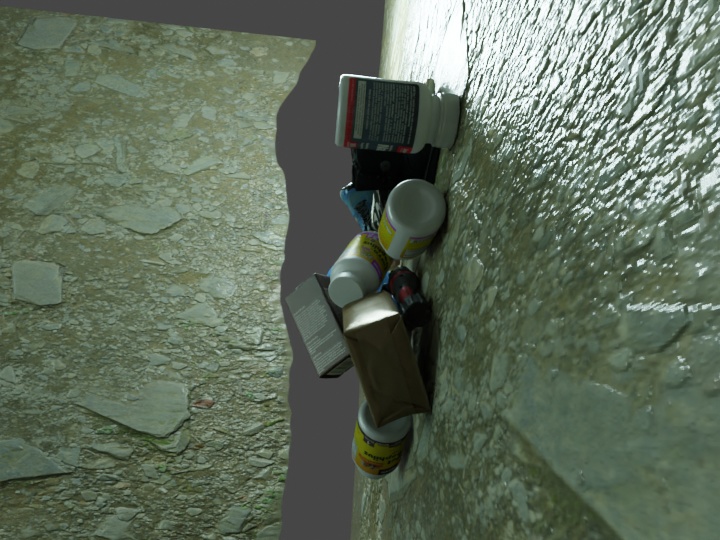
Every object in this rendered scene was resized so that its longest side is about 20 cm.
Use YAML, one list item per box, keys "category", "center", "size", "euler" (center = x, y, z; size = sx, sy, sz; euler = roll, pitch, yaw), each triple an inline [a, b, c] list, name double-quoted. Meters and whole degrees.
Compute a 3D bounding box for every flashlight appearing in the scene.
- category: "flashlight"
  center: [0.096, 0.048, 1.142]
  size: [0.200, 0.068, 0.068]
  euler: [-111, 1, -74]

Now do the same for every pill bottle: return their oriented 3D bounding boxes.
- category: "pill bottle"
  center: [0.088, -0.082, 1.069]
  size: [0.200, 0.104, 0.105]
  euler: [108, 166, -73]
- category: "pill bottle"
  center: [0.060, -0.261, 0.980]
  size: [0.120, 0.199, 0.120]
  euler: [-175, 90, -87]
- category: "pill bottle"
  center: [0.000, 0.000, 1.234]
  size: [0.200, 0.104, 0.105]
  euler: [-58, -22, -57]
- category: "pill bottle"
  center: [0.039, 0.357, 1.219]
  size: [0.109, 0.109, 0.200]
  euler: [-89, 5, -46]

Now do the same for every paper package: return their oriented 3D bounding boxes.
- category: "paper package"
  center: [0.043, 0.154, 1.054]
  size: [0.200, 0.103, 0.191]
  euler: [-108, -1, -81]

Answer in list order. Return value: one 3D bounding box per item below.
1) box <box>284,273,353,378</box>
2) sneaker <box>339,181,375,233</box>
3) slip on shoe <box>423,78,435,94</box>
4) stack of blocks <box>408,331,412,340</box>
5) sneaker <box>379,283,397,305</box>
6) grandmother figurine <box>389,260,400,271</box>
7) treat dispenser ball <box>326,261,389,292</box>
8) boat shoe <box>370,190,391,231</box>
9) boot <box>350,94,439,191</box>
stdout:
- category: "box"
  center: [-0.072, 0.117, 1.223]
  size: [0.075, 0.100, 0.200]
  euler: [14, -137, -55]
- category: "sneaker"
  center: [0.021, -0.135, 1.369]
  size: [0.200, 0.078, 0.090]
  euler: [51, -169, -50]
- category: "slip on shoe"
  center: [0.121, -0.336, 1.235]
  size: [0.200, 0.061, 0.074]
  euler: [111, 165, -73]
- category: "stack of blocks"
  center: [0.013, 0.131, 1.275]
  size: [0.115, 0.199, 0.059]
  euler: [16, -102, -54]
- category: "sneaker"
  center: [0.061, 0.118, 1.353]
  size: [0.079, 0.066, 0.201]
  euler: [56, -153, -42]
- category: "grandmother figurine"
  center: [0.089, -0.103, 1.515]
  size: [0.121, 0.060, 0.201]
  euler: [24, 109, 56]
- category: "treat dispenser ball"
  center: [-0.004, 0.058, 1.606]
  size: [0.201, 0.200, 0.202]
  euler: [-175, 90, -87]
- category: "boat shoe"
  center: [0.054, -0.180, 1.209]
  size: [0.057, 0.067, 0.201]
  euler: [5, 102, 52]
- category: "boot"
  center: [0.066, -0.244, 1.122]
  size: [0.076, 0.167, 0.201]
  euler: [-96, 11, -64]
